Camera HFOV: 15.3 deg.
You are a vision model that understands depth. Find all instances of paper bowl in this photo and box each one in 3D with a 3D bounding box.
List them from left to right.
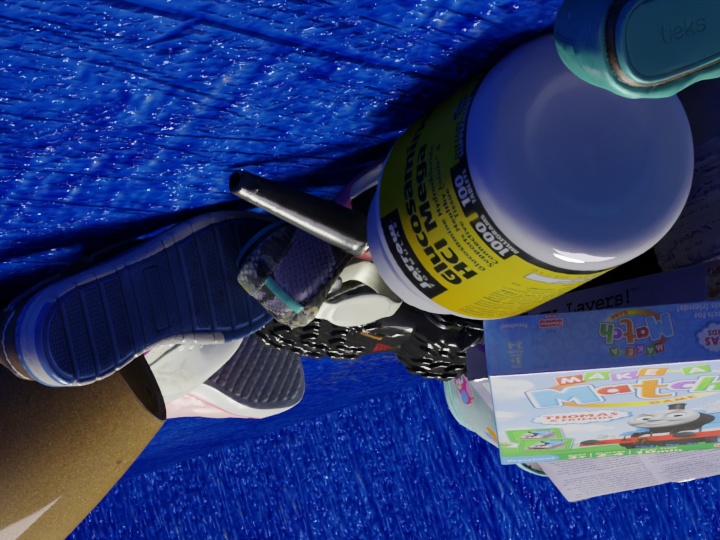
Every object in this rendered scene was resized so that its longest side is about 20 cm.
[{"bbox_3d":[0.255,-0.074,1.557,0.199,0.105,0.201,-17,174,-2],"label":"paper bowl"}]

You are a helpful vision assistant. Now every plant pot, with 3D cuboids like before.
[{"bbox_3d":[-0.218,0.097,1.543,0.199,0.187,0.186,-31,173,5],"label":"plant pot"}]

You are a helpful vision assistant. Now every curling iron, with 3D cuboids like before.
[{"bbox_3d":[0.007,-0.011,1.411,0.026,0.050,0.199,-41,132,21],"label":"curling iron"}]

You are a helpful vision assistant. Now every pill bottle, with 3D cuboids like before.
[{"bbox_3d":[0.074,-0.038,1.315,0.112,0.113,0.200,-15,173,-21],"label":"pill bottle"}]

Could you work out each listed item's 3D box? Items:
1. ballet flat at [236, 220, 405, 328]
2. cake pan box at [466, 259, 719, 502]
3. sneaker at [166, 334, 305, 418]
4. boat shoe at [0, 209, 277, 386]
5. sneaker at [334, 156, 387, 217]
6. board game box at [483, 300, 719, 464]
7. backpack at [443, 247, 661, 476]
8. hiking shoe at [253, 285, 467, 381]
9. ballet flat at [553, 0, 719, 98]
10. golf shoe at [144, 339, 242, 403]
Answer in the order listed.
[{"bbox_3d":[0.008,-0.005,1.513,0.072,0.073,0.200,-21,180,37],"label":"ballet flat"},{"bbox_3d":[0.177,0.068,1.587,0.199,0.053,0.184,-14,146,20],"label":"cake pan box"},{"bbox_3d":[-0.137,0.067,1.810,0.199,0.076,0.104,8,158,-44],"label":"sneaker"},{"bbox_3d":[-0.121,0.010,1.464,0.072,0.073,0.199,2,-167,44],"label":"boat shoe"},{"bbox_3d":[0.086,-0.038,1.464,0.198,0.088,0.074,-13,174,-18],"label":"sneaker"},{"bbox_3d":[0.145,0.062,1.451,0.150,0.037,0.200,-4,162,4],"label":"board game box"},{"bbox_3d":[0.145,0.038,1.815,0.199,0.177,0.153,-25,-140,-33],"label":"backpack"},{"bbox_3d":[0.000,0.000,1.618,0.199,0.101,0.076,16,147,-19],"label":"hiking shoe"},{"bbox_3d":[0.165,-0.118,1.151,0.199,0.068,0.070,-14,-162,-29],"label":"ballet flat"},{"bbox_3d":[-0.135,0.043,1.676,0.199,0.076,0.091,-13,170,-46],"label":"golf shoe"}]
